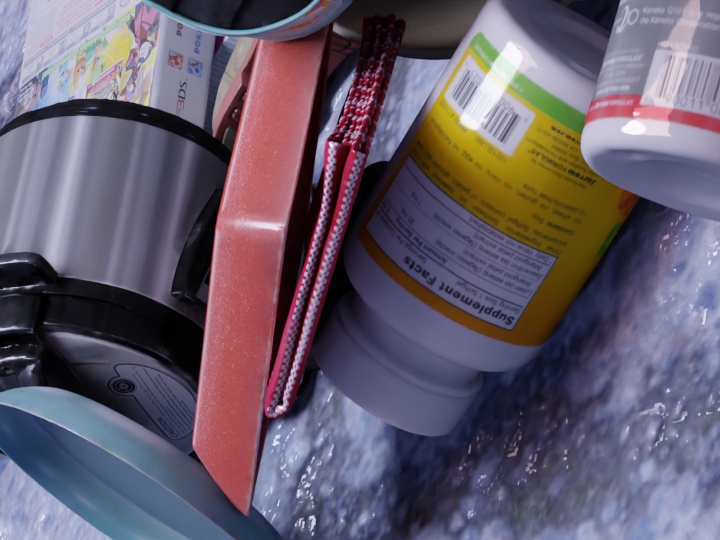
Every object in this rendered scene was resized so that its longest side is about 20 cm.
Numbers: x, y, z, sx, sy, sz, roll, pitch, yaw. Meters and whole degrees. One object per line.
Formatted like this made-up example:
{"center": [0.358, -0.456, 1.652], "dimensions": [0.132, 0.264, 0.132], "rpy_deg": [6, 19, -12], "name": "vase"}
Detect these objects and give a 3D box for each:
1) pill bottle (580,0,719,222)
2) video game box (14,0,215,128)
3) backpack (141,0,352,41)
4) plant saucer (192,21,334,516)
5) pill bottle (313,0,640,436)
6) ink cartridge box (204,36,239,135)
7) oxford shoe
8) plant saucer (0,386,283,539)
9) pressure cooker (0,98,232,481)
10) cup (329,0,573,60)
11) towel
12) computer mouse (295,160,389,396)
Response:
{"center": [0.175, -0.129, 1.293], "dimensions": [0.114, 0.114, 0.201], "rpy_deg": [-2, 69, 60], "name": "pill bottle"}
{"center": [-0.155, -0.126, 1.857], "dimensions": [0.200, 0.047, 0.183], "rpy_deg": [-26, 50, 53], "name": "video game box"}
{"center": [-0.046, -0.209, 1.395], "dimensions": [0.200, 0.175, 0.153], "rpy_deg": [-56, -1, 1], "name": "backpack"}
{"center": [-0.049, -0.017, 1.463], "dimensions": [0.200, 0.037, 0.201], "rpy_deg": [-80, -2, -46], "name": "plant saucer"}
{"center": [0.060, -0.023, 1.420], "dimensions": [0.200, 0.111, 0.111], "rpy_deg": [-58, 29, 20], "name": "pill bottle"}
{"center": [-0.099, -0.174, 1.883], "dimensions": [0.200, 0.043, 0.197], "rpy_deg": [-60, 29, 18], "name": "ink cartridge box"}
{"center": [-0.034, -0.151, 1.723], "dimensions": [0.200, 0.070, 0.075], "rpy_deg": [-56, 25, 20], "name": "oxford shoe"}
{"center": [-0.110, 0.117, 1.543], "dimensions": [0.027, 0.200, 0.200], "rpy_deg": [-57, 25, -17], "name": "plant saucer"}
{"center": [-0.151, 0.028, 1.682], "dimensions": [0.179, 0.175, 0.201], "rpy_deg": [-48, 27, 50], "name": "pressure cooker"}
{"center": [0.046, -0.222, 1.533], "dimensions": [0.201, 0.200, 0.143], "rpy_deg": [-57, 0, 19], "name": "cup"}
{"center": [-0.014, -0.031, 1.425], "dimensions": [0.200, 0.022, 0.145], "rpy_deg": [-75, 1, -67], "name": "towel"}
{"center": [0.000, 0.000, 1.583], "dimensions": [0.200, 0.053, 0.139], "rpy_deg": [148, 135, -66], "name": "computer mouse"}
